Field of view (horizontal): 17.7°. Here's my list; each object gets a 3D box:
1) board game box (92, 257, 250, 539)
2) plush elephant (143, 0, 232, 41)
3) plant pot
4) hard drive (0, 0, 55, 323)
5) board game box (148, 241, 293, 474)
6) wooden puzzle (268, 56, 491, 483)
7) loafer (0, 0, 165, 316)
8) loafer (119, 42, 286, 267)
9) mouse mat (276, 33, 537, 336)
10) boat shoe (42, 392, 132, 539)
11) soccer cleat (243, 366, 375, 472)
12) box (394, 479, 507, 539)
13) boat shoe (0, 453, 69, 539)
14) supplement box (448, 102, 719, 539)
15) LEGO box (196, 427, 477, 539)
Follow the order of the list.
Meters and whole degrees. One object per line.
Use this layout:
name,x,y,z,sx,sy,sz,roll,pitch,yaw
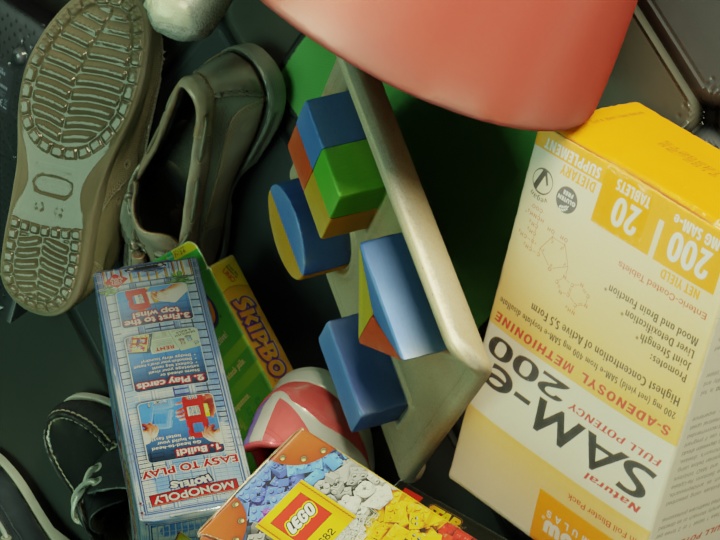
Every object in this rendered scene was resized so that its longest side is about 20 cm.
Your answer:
board game box,-0.092,0.124,1.221,0.200,0.062,0.200,-114,17,-65
plush elephant,-0.097,-0.240,1.186,0.155,0.165,0.200,31,113,-10
plant pot,0.057,-0.188,1.032,0.200,0.200,0.177,45,119,30
hard drive,-0.230,-0.083,1.462,0.135,0.042,0.200,34,123,37
board game box,-0.069,0.081,1.318,0.096,0.030,0.200,-26,95,47
wooden puzzle,0.000,0.000,1.158,0.200,0.046,0.185,109,143,-68
loafer,-0.164,-0.073,1.375,0.076,0.068,0.200,20,101,14
loafer,-0.107,-0.047,1.322,0.072,0.063,0.200,48,133,23
mouse mat,0.037,-0.074,1.206,0.200,0.008,0.161,57,134,19
boat shoe,-0.141,0.148,1.413,0.200,0.060,0.074,45,129,30
soccer cleat,-0.008,0.152,1.234,0.068,0.073,0.200,-11,110,33
box,0.097,0.194,1.138,0.200,0.040,0.137,27,152,40
boat shoe,-0.244,0.183,1.531,0.200,0.062,0.075,45,135,32
supplement box,0.127,0.039,1.089,0.126,0.074,0.200,34,124,37
LEGO box,0.021,0.190,1.106,0.149,0.077,0.200,30,154,34
